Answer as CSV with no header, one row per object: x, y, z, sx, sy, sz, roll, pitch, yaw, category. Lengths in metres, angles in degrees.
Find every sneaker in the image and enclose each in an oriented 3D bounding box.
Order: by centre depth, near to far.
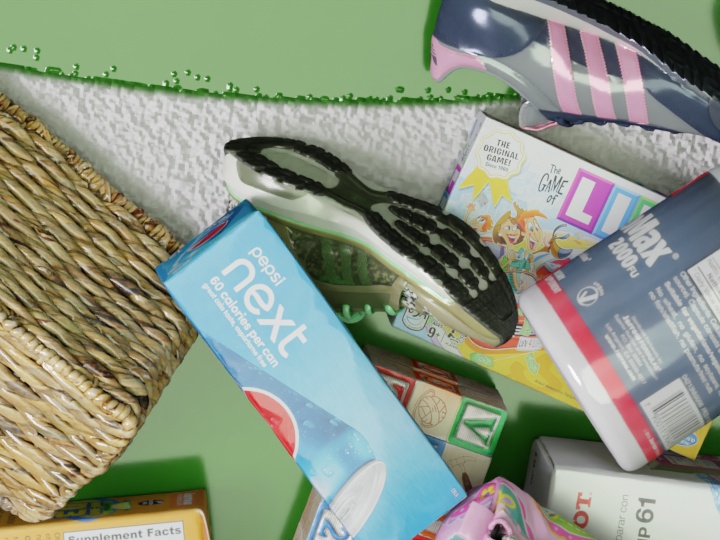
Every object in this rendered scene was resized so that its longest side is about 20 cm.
0.000,0.000,1.511,0.199,0.077,0.089,31,120,19,sneaker
0.133,-0.108,1.522,0.199,0.070,0.082,27,113,-5,sneaker

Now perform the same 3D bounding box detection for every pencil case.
0.127,0.194,1.473,0.199,0.087,0.088,34,96,-8,pencil case

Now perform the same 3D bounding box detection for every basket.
-0.206,0.024,1.510,0.200,0.149,0.143,39,129,-9,basket

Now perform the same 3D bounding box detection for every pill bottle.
0.200,0.011,1.478,0.199,0.120,0.120,-33,101,1,pill bottle

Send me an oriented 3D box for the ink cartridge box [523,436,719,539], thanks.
0.191,0.186,1.561,0.198,0.085,0.146,7,99,-4,ink cartridge box

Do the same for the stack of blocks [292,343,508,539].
0.023,0.159,1.558,0.114,0.059,0.201,19,98,-7,stack of blocks

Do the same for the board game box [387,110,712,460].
0.133,0.009,1.551,0.199,0.034,0.135,23,97,-7,board game box

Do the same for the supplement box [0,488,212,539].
-0.184,0.171,1.543,0.198,0.067,0.069,-3,98,-4,supplement box

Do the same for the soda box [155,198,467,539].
-0.027,0.062,1.470,0.068,0.064,0.201,-37,101,-2,soda box
